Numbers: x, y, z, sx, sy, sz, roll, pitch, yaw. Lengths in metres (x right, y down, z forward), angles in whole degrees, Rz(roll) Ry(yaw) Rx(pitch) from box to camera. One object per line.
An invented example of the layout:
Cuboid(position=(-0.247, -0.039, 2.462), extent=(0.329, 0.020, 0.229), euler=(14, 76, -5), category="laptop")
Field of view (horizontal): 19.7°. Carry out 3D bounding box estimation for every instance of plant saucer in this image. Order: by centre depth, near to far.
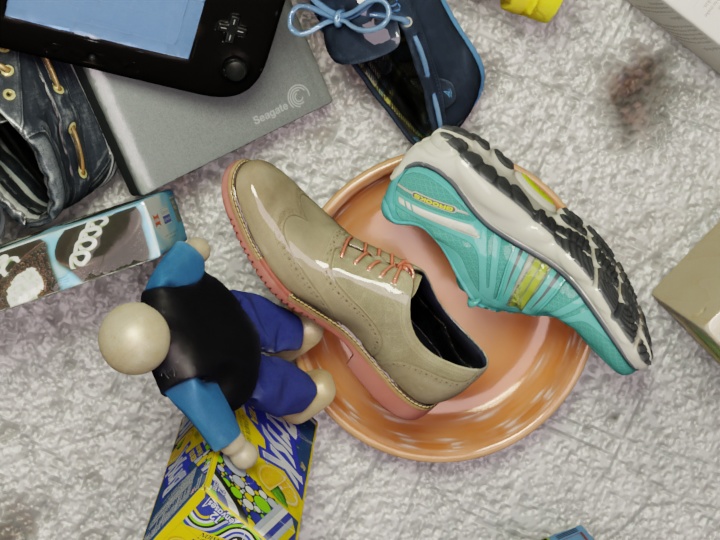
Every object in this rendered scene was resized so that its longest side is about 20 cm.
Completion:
Cuboid(position=(0.051, 0.021, 1.320), extent=(0.199, 0.037, 0.201), euler=(-1, 99, -6), category="plant saucer")

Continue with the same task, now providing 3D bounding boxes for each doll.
Cuboid(position=(-0.081, 0.049, 1.193), extent=(0.048, 0.200, 0.137), euler=(-19, 73, 25), category="doll")

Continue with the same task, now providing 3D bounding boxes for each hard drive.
Cuboid(position=(-0.117, -0.164, 1.254), extent=(0.139, 0.033, 0.201), euler=(-28, 102, -21), category="hard drive")

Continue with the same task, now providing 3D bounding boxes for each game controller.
Cuboid(position=(-0.143, -0.164, 1.185), extent=(0.199, 0.042, 0.105), euler=(12, 127, -13), category="game controller")

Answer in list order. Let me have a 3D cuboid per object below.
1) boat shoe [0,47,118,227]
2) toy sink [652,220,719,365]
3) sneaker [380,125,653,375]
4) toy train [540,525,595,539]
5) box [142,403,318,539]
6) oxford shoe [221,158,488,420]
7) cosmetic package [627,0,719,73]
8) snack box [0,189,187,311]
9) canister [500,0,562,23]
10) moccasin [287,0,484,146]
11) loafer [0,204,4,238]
Cuboid(position=(-0.216, -0.125, 1.229), extent=(0.071, 0.091, 0.201), euler=(-26, 103, 27), category="boat shoe")
Cuboid(position=(0.297, 0.058, 1.308), extent=(0.200, 0.130, 0.112), euler=(44, 92, -12), category="toy sink")
Cuboid(position=(0.100, -0.004, 1.278), extent=(0.200, 0.078, 0.080), euler=(41, 113, -8), category="sneaker")
Cuboid(position=(0.083, 0.237, 1.318), extent=(0.199, 0.114, 0.087), euler=(-23, 97, -3), category="toy train")
Cuboid(position=(-0.076, 0.128, 1.236), extent=(0.070, 0.200, 0.064), euler=(42, 106, -11), category="box")
Cuboid(position=(0.000, 0.000, 1.245), extent=(0.075, 0.071, 0.200), euler=(-29, 114, 38), category="oxford shoe")
Cuboid(position=(0.267, -0.143, 1.284), extent=(0.200, 0.108, 0.085), euler=(35, 93, -12), category="cosmetic package")
Cuboid(position=(-0.208, 0.002, 1.233), extent=(0.199, 0.116, 0.037), euler=(-19, 94, 4), category="snack box")
Cuboid(position=(0.047, -0.255, 1.252), extent=(0.199, 0.087, 0.149), euler=(21, 96, -8), category="canister")
Cuboid(position=(0.012, -0.148, 1.232), extent=(0.200, 0.080, 0.068), euler=(45, 58, -33), category="moccasin")
Cuboid(position=(-0.286, -0.070, 1.197), extent=(0.200, 0.063, 0.072), euler=(37, 77, 31), category="loafer")
